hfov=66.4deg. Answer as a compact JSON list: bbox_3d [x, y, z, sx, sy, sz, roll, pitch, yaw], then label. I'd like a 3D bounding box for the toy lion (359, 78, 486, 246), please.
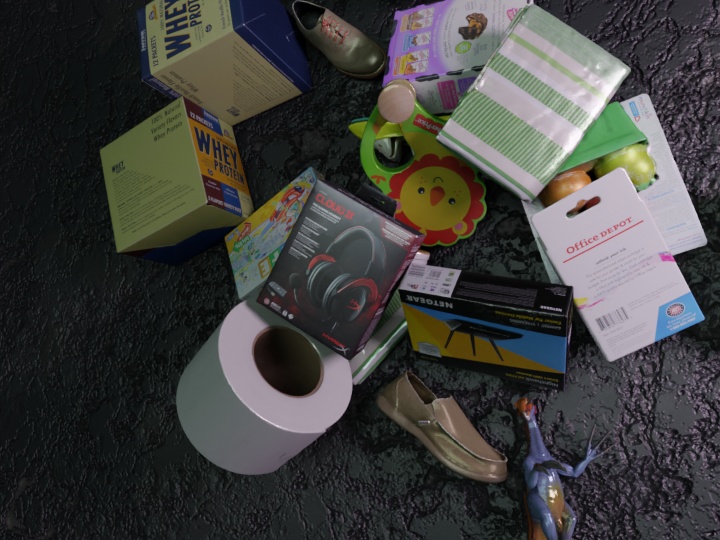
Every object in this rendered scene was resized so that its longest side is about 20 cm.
[{"bbox_3d":[0.087,-0.133,0.752,0.199,0.069,0.192,25,117,-5],"label":"toy lion"}]

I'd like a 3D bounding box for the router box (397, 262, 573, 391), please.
[{"bbox_3d":[0.158,0.071,0.688,0.199,0.150,0.051,9,49,26],"label":"router box"}]

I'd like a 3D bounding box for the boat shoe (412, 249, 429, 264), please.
[{"bbox_3d":[0.000,0.000,0.782,0.199,0.071,0.070,-1,90,16],"label":"boat shoe"}]

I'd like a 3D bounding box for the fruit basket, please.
[{"bbox_3d":[0.304,-0.096,0.700,0.185,0.094,0.201,-21,88,20],"label":"fruit basket"}]

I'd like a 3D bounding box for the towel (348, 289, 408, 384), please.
[{"bbox_3d":[-0.020,0.050,0.835,0.153,0.023,0.200,-48,64,9],"label":"towel"}]

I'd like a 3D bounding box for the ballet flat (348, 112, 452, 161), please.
[{"bbox_3d":[0.071,-0.198,0.827,0.199,0.067,0.067,2,91,24],"label":"ballet flat"}]

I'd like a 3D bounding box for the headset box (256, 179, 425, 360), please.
[{"bbox_3d":[-0.020,-0.012,0.710,0.148,0.075,0.201,31,101,11],"label":"headset box"}]

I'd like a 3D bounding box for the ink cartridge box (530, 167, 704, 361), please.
[{"bbox_3d":[0.288,-0.011,0.638,0.115,0.068,0.200,-29,100,16],"label":"ink cartridge box"}]

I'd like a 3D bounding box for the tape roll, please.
[{"bbox_3d":[-0.131,0.156,0.755,0.139,0.202,0.203,-45,64,35],"label":"tape roll"}]

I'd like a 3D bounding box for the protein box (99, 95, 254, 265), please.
[{"bbox_3d":[-0.316,-0.146,0.953,0.198,0.135,0.201,-24,72,19],"label":"protein box"}]

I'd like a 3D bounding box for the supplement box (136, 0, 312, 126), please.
[{"bbox_3d":[-0.222,-0.365,0.915,0.199,0.200,0.135,-17,73,22],"label":"supplement box"}]

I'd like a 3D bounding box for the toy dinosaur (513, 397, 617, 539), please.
[{"bbox_3d":[0.211,0.257,0.666,0.200,0.105,0.182,-45,44,24],"label":"toy dinosaur"}]

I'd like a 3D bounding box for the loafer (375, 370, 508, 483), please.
[{"bbox_3d":[0.109,0.202,0.725,0.200,0.076,0.068,29,99,26],"label":"loafer"}]

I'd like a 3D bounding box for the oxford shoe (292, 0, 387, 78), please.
[{"bbox_3d":[-0.041,-0.380,0.904,0.200,0.075,0.071,37,96,25],"label":"oxford shoe"}]

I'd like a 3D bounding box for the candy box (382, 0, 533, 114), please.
[{"bbox_3d":[0.143,-0.308,0.776,0.199,0.072,0.168,-3,58,22],"label":"candy box"}]

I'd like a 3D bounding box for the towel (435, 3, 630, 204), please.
[{"bbox_3d":[0.205,-0.201,0.666,0.152,0.023,0.200,35,92,2],"label":"towel"}]

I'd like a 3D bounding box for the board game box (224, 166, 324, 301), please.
[{"bbox_3d":[-0.126,-0.055,0.882,0.200,0.034,0.135,-36,54,18],"label":"board game box"}]
